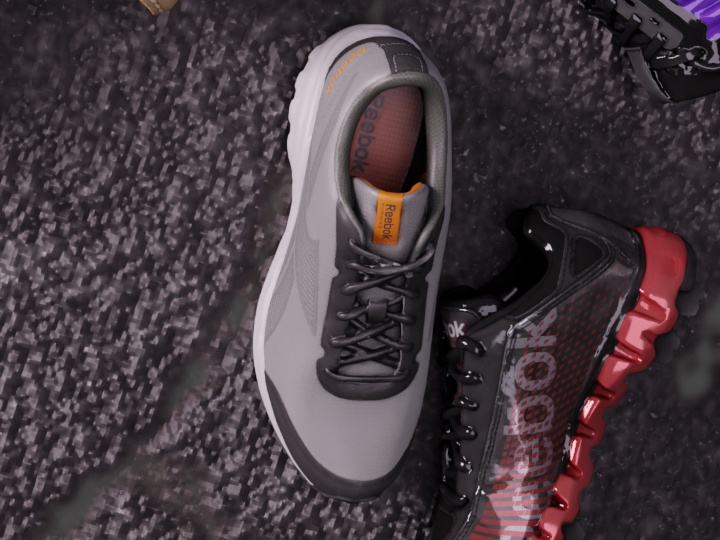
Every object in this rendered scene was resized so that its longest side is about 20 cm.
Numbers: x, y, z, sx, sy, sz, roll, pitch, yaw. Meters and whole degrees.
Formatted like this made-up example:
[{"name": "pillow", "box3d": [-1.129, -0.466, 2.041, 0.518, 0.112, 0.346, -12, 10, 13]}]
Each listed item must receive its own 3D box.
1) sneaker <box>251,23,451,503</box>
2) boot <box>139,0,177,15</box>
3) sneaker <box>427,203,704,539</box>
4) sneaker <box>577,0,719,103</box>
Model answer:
[{"name": "sneaker", "box3d": [0.000, 0.000, 0.950, 0.074, 0.079, 0.201, 1, 99, -15]}, {"name": "boot", "box3d": [-0.179, -0.124, 0.891, 0.200, 0.073, 0.156, 37, 86, -12]}, {"name": "sneaker", "box3d": [0.062, 0.059, 0.977, 0.098, 0.071, 0.201, 26, 90, -15]}, {"name": "sneaker", "box3d": [0.124, -0.121, 0.965, 0.200, 0.070, 0.100, 8, 99, -13]}]
